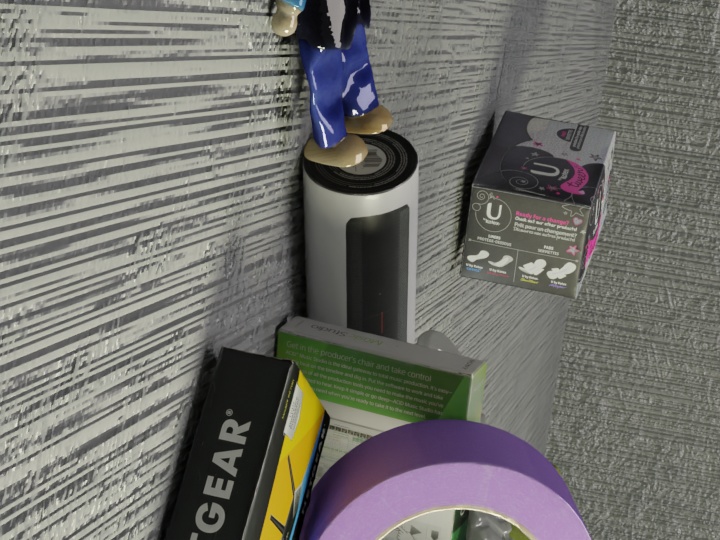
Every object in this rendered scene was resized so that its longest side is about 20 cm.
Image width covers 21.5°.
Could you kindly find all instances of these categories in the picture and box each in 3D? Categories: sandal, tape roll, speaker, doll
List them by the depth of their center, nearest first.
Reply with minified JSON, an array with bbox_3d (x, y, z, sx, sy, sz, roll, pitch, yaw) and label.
[{"bbox_3d":[-0.016,-0.172,1.193,0.136,0.048,0.200,-54,146,-46],"label":"doll"},{"bbox_3d":[0.055,0.202,1.262,0.066,0.200,0.200,-110,-157,-67],"label":"tape roll"},{"bbox_3d":[0.000,0.000,1.339,0.081,0.081,0.200,-67,163,-48],"label":"speaker"},{"bbox_3d":[0.062,0.137,1.375,0.082,0.050,0.203,33,39,-56],"label":"sandal"}]

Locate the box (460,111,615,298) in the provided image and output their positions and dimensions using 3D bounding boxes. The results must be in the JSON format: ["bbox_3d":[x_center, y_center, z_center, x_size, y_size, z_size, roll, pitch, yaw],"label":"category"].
[{"bbox_3d":[0.195,-0.075,2.039,0.200,0.132,0.115,-62,160,-57],"label":"box"}]

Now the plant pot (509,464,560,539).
[{"bbox_3d":[0.051,0.198,1.468,0.200,0.193,0.201,10,90,-78],"label":"plant pot"}]

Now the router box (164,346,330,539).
[{"bbox_3d":[-0.076,0.163,1.170,0.149,0.051,0.200,64,39,-70],"label":"router box"}]

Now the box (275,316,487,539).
[{"bbox_3d":[0.006,0.141,1.319,0.036,0.144,0.200,-40,139,-61],"label":"box"}]
